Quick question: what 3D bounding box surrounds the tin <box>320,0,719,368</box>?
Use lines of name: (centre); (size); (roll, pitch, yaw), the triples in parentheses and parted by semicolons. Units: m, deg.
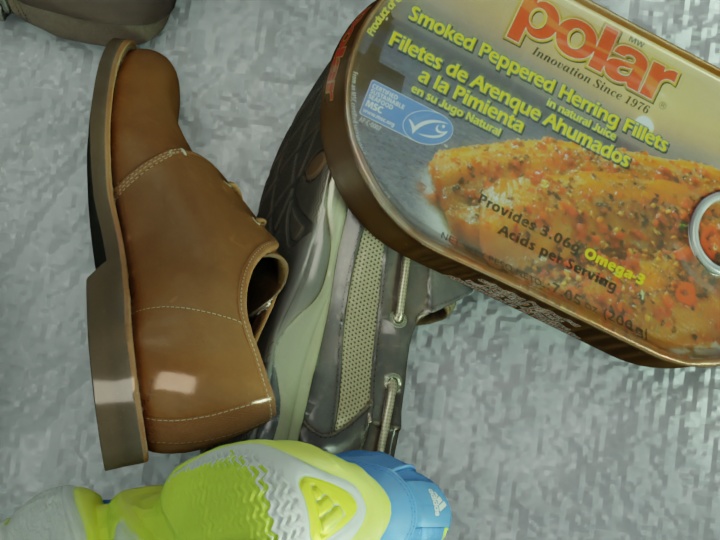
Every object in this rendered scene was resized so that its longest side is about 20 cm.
tin: (0.078, -0.037, 0.848); (0.200, 0.042, 0.112); (26, 78, -17)

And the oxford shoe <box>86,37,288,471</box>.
oxford shoe: (-0.063, -0.011, 0.836); (0.071, 0.071, 0.200); (-7, 46, -4)

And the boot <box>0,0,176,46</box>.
boot: (-0.084, -0.137, 0.847); (0.199, 0.146, 0.070); (17, 57, 12)

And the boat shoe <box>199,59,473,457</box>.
boat shoe: (0.000, 0.000, 0.870); (0.073, 0.074, 0.201); (21, 77, -19)

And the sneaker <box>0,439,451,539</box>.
sneaker: (-0.047, 0.105, 0.792); (0.105, 0.200, 0.076); (2, 76, -40)
